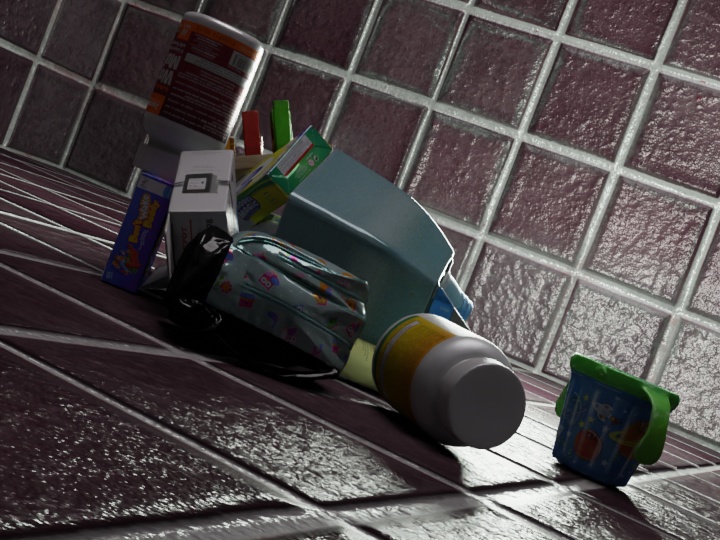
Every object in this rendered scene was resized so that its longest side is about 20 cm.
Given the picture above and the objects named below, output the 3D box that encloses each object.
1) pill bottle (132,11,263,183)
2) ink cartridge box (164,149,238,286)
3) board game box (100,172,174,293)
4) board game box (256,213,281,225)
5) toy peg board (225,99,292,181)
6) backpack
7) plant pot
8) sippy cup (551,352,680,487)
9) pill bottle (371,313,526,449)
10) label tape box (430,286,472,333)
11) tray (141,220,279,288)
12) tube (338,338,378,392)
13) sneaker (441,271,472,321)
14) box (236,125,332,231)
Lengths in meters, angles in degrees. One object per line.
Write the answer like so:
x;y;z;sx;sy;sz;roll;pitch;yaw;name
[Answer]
-0.204;-0.206;1.510;0.109;0.202;0.110;22;1;0;pill bottle
-0.178;-0.043;1.393;0.066;0.117;0.201;-1;31;-2;ink cartridge box
-0.268;-0.050;1.518;0.044;0.136;0.200;22;1;-7;board game box
-0.150;-0.012;1.703;0.198;0.149;0.064;22;3;22;board game box
-0.173;-0.168;1.736;0.197;0.099;0.200;-5;-8;-4;toy peg board
-0.091;0.034;1.246;0.198;0.128;0.167;25;-3;-12;backpack
0.000;0.000;1.502;0.198;0.197;0.197;24;27;6;plant pot
0.297;0.184;1.470;0.139;0.131;0.178;23;2;14;sippy cup
0.091;0.115;1.249;0.112;0.114;0.200;21;1;-19;pill bottle
0.100;0.093;1.689;0.200;0.063;0.144;53;-16;-30;label tape box
-0.177;-0.022;1.546;0.198;0.022;0.107;-22;-4;5;tray
0.052;0.129;1.443;0.199;0.059;0.052;25;-26;-21;tube
0.083;0.050;1.819;0.199;0.080;0.131;3;-39;53;sneaker
-0.131;-0.101;1.571;0.048;0.118;0.199;46;-42;-11;box
